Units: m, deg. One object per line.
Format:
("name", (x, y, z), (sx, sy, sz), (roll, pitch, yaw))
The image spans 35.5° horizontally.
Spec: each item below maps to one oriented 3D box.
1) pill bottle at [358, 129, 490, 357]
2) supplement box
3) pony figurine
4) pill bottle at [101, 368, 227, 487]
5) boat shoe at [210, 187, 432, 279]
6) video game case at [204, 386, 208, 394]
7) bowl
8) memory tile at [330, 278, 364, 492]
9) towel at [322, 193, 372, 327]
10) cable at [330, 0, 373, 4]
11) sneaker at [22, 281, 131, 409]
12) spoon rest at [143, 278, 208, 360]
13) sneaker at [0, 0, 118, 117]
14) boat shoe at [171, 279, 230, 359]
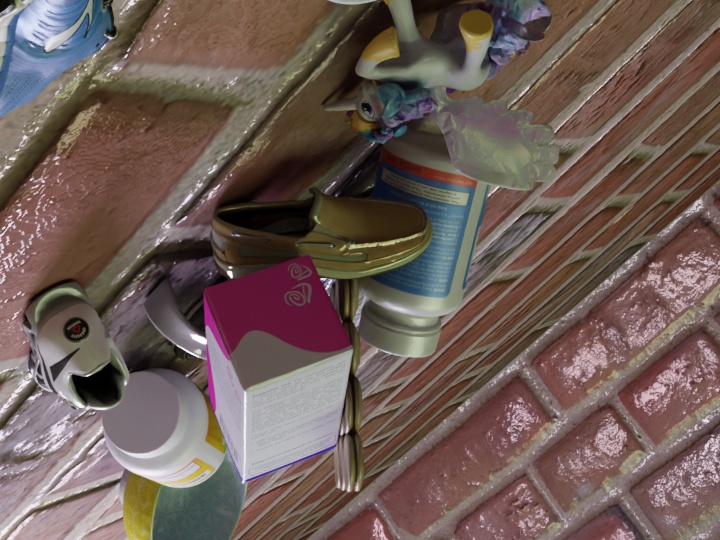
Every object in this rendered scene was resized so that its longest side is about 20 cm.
("pill bottle", (0.056, -0.024, 1.089), (0.112, 0.111, 0.203), (-14, 121, -56))
("supplement box", (-0.077, 0.092, 0.994), (0.102, 0.102, 0.201), (-19, 153, -15))
("pony figurine", (0.073, -0.160, 0.868), (0.189, 0.170, 0.200), (-1, 161, -8))
("pill bottle", (-0.210, 0.167, 1.200), (0.110, 0.112, 0.200), (-35, 165, -7))
("boat shoe", (-0.033, -0.037, 0.979), (0.196, 0.072, 0.077), (-9, 139, -7))
("video game case", (-0.107, 0.106, 1.431), (0.181, 0.022, 0.200), (-20, 157, -50))
("bowl", (-0.241, 0.281, 1.427), (0.200, 0.106, 0.204), (-33, 129, -54))
("memory tile", (-0.013, 0.104, 1.056), (0.016, 0.204, 0.153), (-1, 170, -7))
("towel", (0.000, 0.000, 1.243), (0.164, 0.086, 0.201), (-30, 163, -30))
("cable", (0.023, -0.238, 0.617), (0.200, 0.070, 0.199), (-46, 163, 30))
("sneaker", (-0.236, 0.089, 0.960), (0.074, 0.089, 0.200), (-34, 166, -16))
("spoon rest", (-0.111, 0.060, 1.074), (0.198, 0.061, 0.099), (14, 133, -42))
("sneaker", (-0.152, -0.141, 0.517), (0.089, 0.079, 0.200), (-31, 174, -47))
("boat shoe", (-0.119, 0.038, 1.133), (0.200, 0.057, 0.067), (-45, 163, 25))
